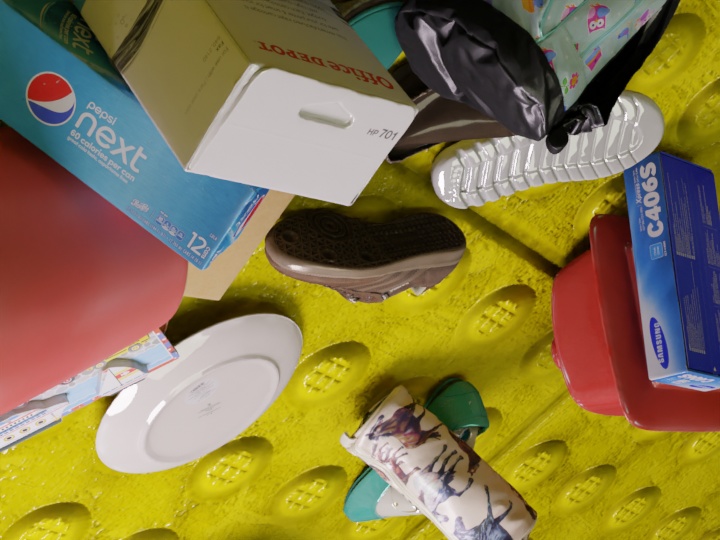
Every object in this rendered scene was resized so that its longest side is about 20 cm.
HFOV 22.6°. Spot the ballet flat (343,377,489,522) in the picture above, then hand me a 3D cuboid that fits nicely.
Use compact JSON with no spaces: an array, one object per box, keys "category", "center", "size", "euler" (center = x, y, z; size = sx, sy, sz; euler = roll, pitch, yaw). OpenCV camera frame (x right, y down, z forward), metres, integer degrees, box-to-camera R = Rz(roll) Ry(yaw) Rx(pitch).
[{"category":"ballet flat","center":[0.055,0.194,1.750],"size":[0.067,0.071,0.200],"euler":[10,126,-47]}]

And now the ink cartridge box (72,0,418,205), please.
[{"category":"ink cartridge box","center":[-0.079,-0.143,1.114],"size":[0.146,0.200,0.086],"euler":[11,126,-46]}]

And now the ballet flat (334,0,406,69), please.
[{"category":"ballet flat","center":[-0.036,-0.142,1.260],"size":[0.200,0.070,0.071],"euler":[-48,159,-39]}]

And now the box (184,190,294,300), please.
[{"category":"box","center":[-0.117,-0.062,1.337],"size":[0.163,0.021,0.200],"euler":[9,126,-46]}]

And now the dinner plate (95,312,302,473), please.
[{"category":"dinner plate","center":[-0.129,0.111,1.515],"size":[0.199,0.024,0.201],"euler":[-28,151,-18]}]

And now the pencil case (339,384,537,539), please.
[{"category":"pencil case","center":[0.073,0.196,1.670],"size":[0.078,0.200,0.090],"euler":[-42,-174,49]}]

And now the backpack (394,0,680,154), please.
[{"category":"backpack","center":[0.139,-0.201,1.267],"size":[0.200,0.167,0.127],"euler":[-44,143,-14]}]

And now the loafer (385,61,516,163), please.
[{"category":"loafer","center":[0.093,-0.135,1.383],"size":[0.199,0.071,0.073],"euler":[-28,145,-11]}]

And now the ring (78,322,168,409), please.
[{"category":"ring","center":[-0.240,0.059,1.362],"size":[0.199,0.019,0.201],"euler":[-21,151,-12]}]

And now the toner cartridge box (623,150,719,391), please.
[{"category":"toner cartridge box","center":[0.287,0.002,1.609],"size":[0.043,0.201,0.095],"euler":[-18,159,39]}]

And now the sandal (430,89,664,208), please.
[{"category":"sandal","center":[0.151,-0.111,1.489],"size":[0.201,0.050,0.083],"euler":[-14,128,-7]}]

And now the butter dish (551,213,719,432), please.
[{"category":"butter dish","center":[0.244,0.063,1.688],"size":[0.147,0.201,0.199],"euler":[-20,162,40]}]

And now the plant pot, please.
[{"category":"plant pot","center":[-0.223,-0.008,1.184],"size":[0.177,0.200,0.201],"euler":[-18,144,-39]}]

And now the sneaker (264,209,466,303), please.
[{"category":"sneaker","center":[0.000,0.000,1.469],"size":[0.199,0.071,0.076],"euler":[-2,135,-38]}]

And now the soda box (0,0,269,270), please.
[{"category":"soda box","center":[-0.150,-0.092,1.119],"size":[0.068,0.200,0.064],"euler":[-54,178,25]}]

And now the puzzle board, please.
[{"category":"puzzle board","center":[-0.244,0.083,1.359],"size":[0.199,0.017,0.151],"euler":[-26,152,-1]}]
